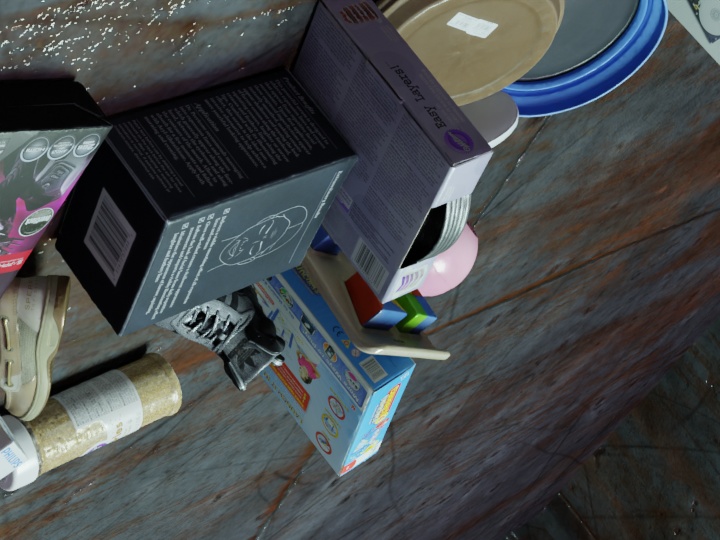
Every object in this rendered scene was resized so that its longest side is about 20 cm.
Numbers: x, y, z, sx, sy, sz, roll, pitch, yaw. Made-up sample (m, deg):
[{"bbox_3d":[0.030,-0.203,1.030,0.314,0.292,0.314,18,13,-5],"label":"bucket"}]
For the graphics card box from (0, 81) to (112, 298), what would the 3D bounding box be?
[{"bbox_3d":[-0.275,-0.047,1.100,0.125,0.051,0.200,-10,145,-54],"label":"graphics card box"}]

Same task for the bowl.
[{"bbox_3d":[0.194,-0.226,1.474,0.199,0.040,0.201,-14,148,-9],"label":"bowl"}]

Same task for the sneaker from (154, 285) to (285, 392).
[{"bbox_3d":[-0.136,0.052,1.471,0.075,0.114,0.200,-44,160,16],"label":"sneaker"}]

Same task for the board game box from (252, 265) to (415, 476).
[{"bbox_3d":[-0.043,0.081,1.575,0.056,0.200,0.196,-30,159,-26],"label":"board game box"}]

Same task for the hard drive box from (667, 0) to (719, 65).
[{"bbox_3d":[0.444,-0.281,1.652,0.076,0.200,0.156,-23,155,-38],"label":"hard drive box"}]

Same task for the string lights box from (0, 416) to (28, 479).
[{"bbox_3d":[-0.391,0.170,1.288,0.199,0.103,0.059,-34,160,-11],"label":"string lights box"}]

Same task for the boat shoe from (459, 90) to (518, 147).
[{"bbox_3d":[0.056,-0.109,1.458,0.199,0.072,0.068,-25,154,-1],"label":"boat shoe"}]

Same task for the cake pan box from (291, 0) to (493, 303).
[{"bbox_3d":[0.011,-0.099,1.277,0.052,0.200,0.185,-22,153,-32],"label":"cake pan box"}]

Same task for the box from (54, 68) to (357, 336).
[{"bbox_3d":[-0.126,-0.058,1.258,0.199,0.107,0.149,-21,154,-39],"label":"box"}]

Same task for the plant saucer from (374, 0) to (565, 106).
[{"bbox_3d":[0.088,-0.202,1.347,0.198,0.030,0.201,-14,152,-7],"label":"plant saucer"}]

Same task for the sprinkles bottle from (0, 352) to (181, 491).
[{"bbox_3d":[-0.270,0.144,1.503,0.199,0.068,0.068,-24,156,-37],"label":"sprinkles bottle"}]

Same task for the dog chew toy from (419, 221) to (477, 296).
[{"bbox_3d":[0.024,-0.007,1.632,0.199,0.125,0.124,-34,161,7],"label":"dog chew toy"}]

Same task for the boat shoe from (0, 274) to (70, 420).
[{"bbox_3d":[-0.290,0.063,1.309,0.064,0.073,0.200,9,148,-14],"label":"boat shoe"}]

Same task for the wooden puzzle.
[{"bbox_3d":[0.000,0.000,1.470,0.046,0.200,0.185,-44,160,15],"label":"wooden puzzle"}]
